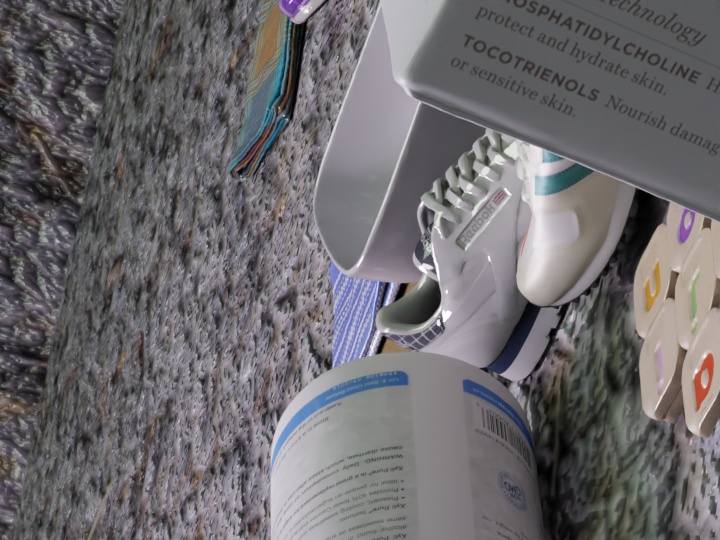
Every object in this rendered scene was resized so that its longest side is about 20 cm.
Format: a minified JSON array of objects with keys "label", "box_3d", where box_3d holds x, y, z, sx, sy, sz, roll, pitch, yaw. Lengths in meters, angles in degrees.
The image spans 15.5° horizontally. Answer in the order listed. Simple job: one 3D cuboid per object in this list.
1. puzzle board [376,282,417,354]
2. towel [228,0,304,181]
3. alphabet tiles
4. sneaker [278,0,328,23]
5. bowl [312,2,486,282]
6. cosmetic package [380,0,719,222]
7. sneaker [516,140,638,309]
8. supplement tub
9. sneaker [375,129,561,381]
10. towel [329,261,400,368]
[{"label":"puzzle board","box_3d":[0.036,0.064,1.519,0.200,0.017,0.151,-167,91,-77]},{"label":"towel","box_3d":[-0.074,-0.190,2.254,0.147,0.022,0.200,129,151,-62]},{"label":"alphabet tiles","box_3d":[0.157,-0.036,1.090,0.196,0.015,0.200,-88,17,-50]},{"label":"sneaker","box_3d":[-0.039,-0.292,2.063,0.081,0.083,0.201,175,107,-77]},{"label":"bowl","box_3d":[0.046,-0.093,1.484,0.200,0.074,0.200,-122,49,-73]},{"label":"cosmetic package","box_3d":[0.119,-0.153,0.978,0.167,0.166,0.200,-101,35,-63]},{"label":"sneaker","box_3d":[0.090,-0.077,1.200,0.070,0.093,0.200,-89,18,-57]},{"label":"supplement tub","box_3d":[0.023,0.146,1.226,0.200,0.132,0.132,-91,19,-51]},{"label":"sneaker","box_3d":[0.075,-0.035,1.305,0.076,0.080,0.200,-97,25,-61]},{"label":"towel","box_3d":[0.000,0.000,1.687,0.200,0.024,0.145,-88,14,-57]}]
